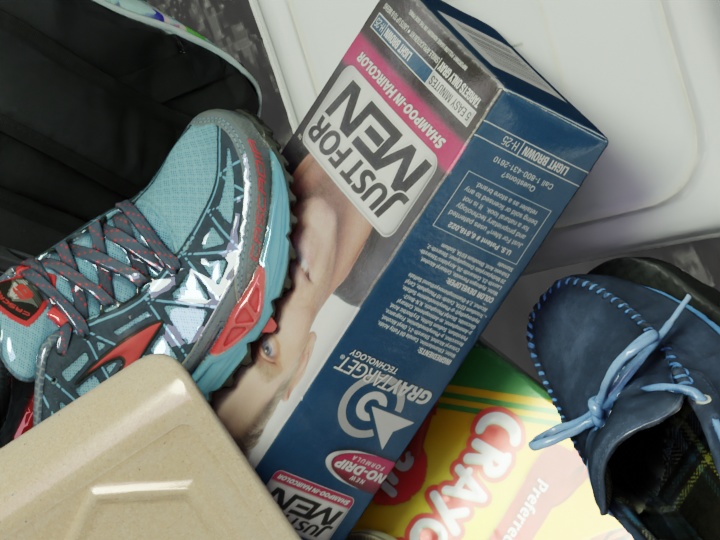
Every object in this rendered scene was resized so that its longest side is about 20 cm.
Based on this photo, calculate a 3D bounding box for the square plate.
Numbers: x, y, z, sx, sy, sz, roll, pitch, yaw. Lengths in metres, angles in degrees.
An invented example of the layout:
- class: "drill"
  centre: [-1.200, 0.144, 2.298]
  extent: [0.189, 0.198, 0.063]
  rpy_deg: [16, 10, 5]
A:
- class: "square plate"
  centre: [0.053, -0.089, 1.211]
  extent: [0.199, 0.028, 0.199]
  rpy_deg: [-13, 104, 21]

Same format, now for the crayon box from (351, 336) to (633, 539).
- class: "crayon box"
  centre: [0.072, 0.123, 1.210]
  extent: [0.200, 0.051, 0.127]
  rpy_deg: [36, 92, 19]

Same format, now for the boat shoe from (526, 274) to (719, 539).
- class: "boat shoe"
  centre: [0.117, 0.063, 1.118]
  extent: [0.200, 0.068, 0.085]
  rpy_deg: [45, 118, 44]

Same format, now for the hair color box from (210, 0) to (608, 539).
- class: "hair color box"
  centre: [0.000, 0.000, 1.162]
  extent: [0.201, 0.060, 0.100]
  rpy_deg: [-57, 37, 13]

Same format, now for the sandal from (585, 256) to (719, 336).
- class: "sandal"
  centre: [0.154, 0.045, 1.170]
  extent: [0.200, 0.048, 0.076]
  rpy_deg: [20, 103, 52]

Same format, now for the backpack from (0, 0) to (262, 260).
- class: "backpack"
  centre: [-0.158, -0.048, 1.233]
  extent: [0.150, 0.200, 0.178]
  rpy_deg: [22, 88, 39]

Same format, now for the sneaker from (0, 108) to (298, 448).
- class: "sneaker"
  centre: [-0.099, 0.023, 1.138]
  extent: [0.079, 0.095, 0.201]
  rpy_deg: [32, 94, 50]

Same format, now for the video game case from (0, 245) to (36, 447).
- class: "video game case"
  centre: [-0.145, 0.094, 1.206]
  extent: [0.025, 0.180, 0.201]
  rpy_deg: [33, 100, 48]

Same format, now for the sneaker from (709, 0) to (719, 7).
- class: "sneaker"
  centre: [0.098, -0.151, 1.246]
  extent: [0.199, 0.075, 0.080]
  rpy_deg: [18, 76, 11]

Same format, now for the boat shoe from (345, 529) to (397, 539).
- class: "boat shoe"
  centre: [-0.028, 0.199, 1.186]
  extent: [0.074, 0.068, 0.201]
  rpy_deg: [26, 108, 25]

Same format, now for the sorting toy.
- class: "sorting toy"
  centre: [-0.090, 0.157, 1.119]
  extent: [0.185, 0.036, 0.201]
  rpy_deg: [-33, 95, 9]
